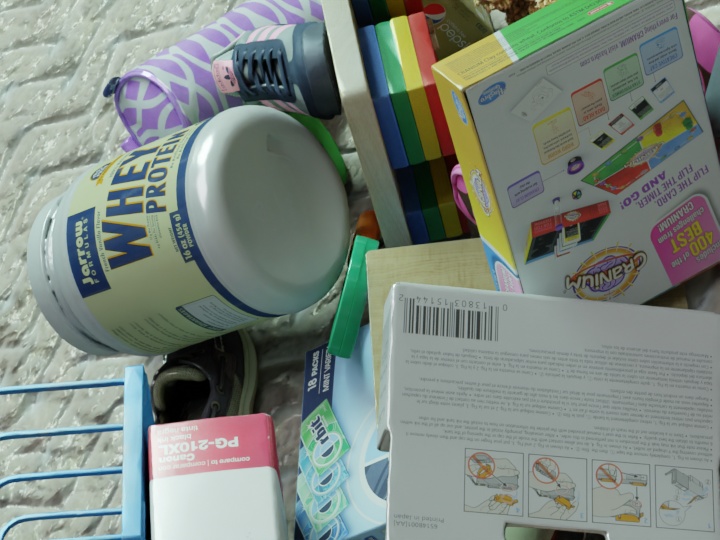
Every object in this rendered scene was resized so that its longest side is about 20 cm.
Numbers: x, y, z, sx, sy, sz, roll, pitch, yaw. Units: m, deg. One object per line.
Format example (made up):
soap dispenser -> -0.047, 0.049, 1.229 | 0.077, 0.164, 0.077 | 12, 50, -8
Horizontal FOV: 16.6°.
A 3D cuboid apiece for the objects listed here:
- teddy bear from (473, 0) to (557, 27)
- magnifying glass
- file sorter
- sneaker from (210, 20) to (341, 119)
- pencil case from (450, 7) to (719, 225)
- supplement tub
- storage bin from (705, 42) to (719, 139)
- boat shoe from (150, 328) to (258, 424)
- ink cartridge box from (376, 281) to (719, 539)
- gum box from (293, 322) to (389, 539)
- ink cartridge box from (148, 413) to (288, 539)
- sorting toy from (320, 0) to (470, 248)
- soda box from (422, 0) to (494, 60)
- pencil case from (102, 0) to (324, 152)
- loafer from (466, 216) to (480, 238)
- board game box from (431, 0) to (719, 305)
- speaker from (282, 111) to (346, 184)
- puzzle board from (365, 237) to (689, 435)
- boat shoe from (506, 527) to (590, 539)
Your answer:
teddy bear -> 0.132, -0.197, 1.684 | 0.200, 0.144, 0.067 | -115, 29, -50
magnifying glass -> 0.000, 0.000, 1.674 | 0.200, 0.022, 0.080 | -82, 6, -71
file sorter -> -0.189, 0.182, 1.617 | 0.122, 0.200, 0.139 | -4, 48, 1
sneaker -> -0.060, -0.135, 1.710 | 0.082, 0.070, 0.200 | -10, 5, -6
pencil case -> 0.156, -0.083, 1.561 | 0.200, 0.094, 0.091 | -38, -7, -15
supplement tub -> -0.122, -0.021, 1.711 | 0.200, 0.145, 0.145 | -19, 47, 40
storage bin -> 0.295, -0.128, 1.467 | 0.200, 0.145, 0.135 | 13, 79, 50
boat shoe -> -0.117, 0.089, 1.758 | 0.072, 0.065, 0.200 | -35, 39, 24
ink cartridge box -> 0.109, 0.103, 1.424 | 0.045, 0.199, 0.177 | 110, 164, -67
gum box -> 0.048, 0.094, 1.600 | 0.200, 0.045, 0.170 | -26, 44, 31
ink cartridge box -> -0.084, 0.214, 1.542 | 0.084, 0.145, 0.200 | -6, 47, -1
sorting toy -> 0.026, -0.126, 1.698 | 0.069, 0.200, 0.199 | -14, 48, 4
soda box -> 0.040, -0.240, 1.868 | 0.064, 0.068, 0.200 | -35, 40, 20
pencil case -> -0.095, -0.148, 1.854 | 0.200, 0.084, 0.086 | -34, -19, -35
loafer -> 0.101, -0.085, 1.666 | 0.071, 0.073, 0.200 | 110, 178, -50
board game box -> 0.138, -0.064, 1.473 | 0.153, 0.201, 0.040 | -27, 34, -15
speaker -> -0.109, -0.042, 1.844 | 0.200, 0.088, 0.089 | -33, 41, 22
puzzle board -> 0.106, 0.038, 1.536 | 0.199, 0.017, 0.151 | -6, 49, 3
boat shoe -> 0.103, 0.202, 1.441 | 0.071, 0.062, 0.201 | -34, 31, 61
